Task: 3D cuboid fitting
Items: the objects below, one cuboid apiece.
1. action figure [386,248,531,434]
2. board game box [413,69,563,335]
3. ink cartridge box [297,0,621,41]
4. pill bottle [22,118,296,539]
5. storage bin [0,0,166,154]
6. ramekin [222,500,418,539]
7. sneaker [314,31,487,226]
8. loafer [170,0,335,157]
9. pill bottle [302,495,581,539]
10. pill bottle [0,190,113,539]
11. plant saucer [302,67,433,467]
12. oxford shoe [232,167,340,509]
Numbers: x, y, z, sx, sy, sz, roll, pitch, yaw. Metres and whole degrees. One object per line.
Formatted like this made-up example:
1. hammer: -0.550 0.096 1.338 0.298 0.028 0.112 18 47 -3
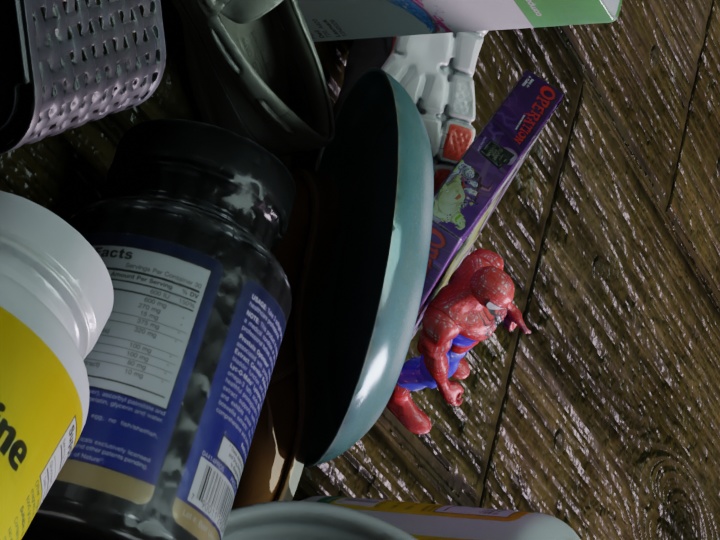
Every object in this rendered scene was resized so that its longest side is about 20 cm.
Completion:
1. action figure: 0.053 0.035 1.268 0.065 0.052 0.200 -49 172 -18
2. board game box: 0.038 -0.006 1.262 0.120 0.032 0.200 -49 172 -36
3. ink cartridge box: 0.039 -0.199 1.210 0.084 0.200 0.145 47 51 -49
4. pill bottle: -0.094 0.039 1.060 0.112 0.112 0.200 52 47 -50
5. storage bin: -0.162 -0.149 0.895 0.094 0.135 0.200 -27 115 -59
6. ramekin: -0.032 0.215 1.103 0.105 0.200 0.200 104 -1 -69
7. sneaker: 0.024 -0.102 1.318 0.077 0.082 0.200 24 91 -17
8. loafer: -0.060 -0.143 1.155 0.070 0.070 0.200 -51 135 -37
9. pill bottle: 0.055 0.180 1.254 0.113 0.200 0.113 -5 95 -62
10. pill bottle: -0.172 0.066 0.912 0.200 0.112 0.113 -64 144 -39
11. plant saucer: 0.000 0.000 1.190 0.200 0.027 0.200 -170 -90 -77
12. oxford shoe: -0.064 0.043 1.189 0.071 0.071 0.200 12 79 -35
